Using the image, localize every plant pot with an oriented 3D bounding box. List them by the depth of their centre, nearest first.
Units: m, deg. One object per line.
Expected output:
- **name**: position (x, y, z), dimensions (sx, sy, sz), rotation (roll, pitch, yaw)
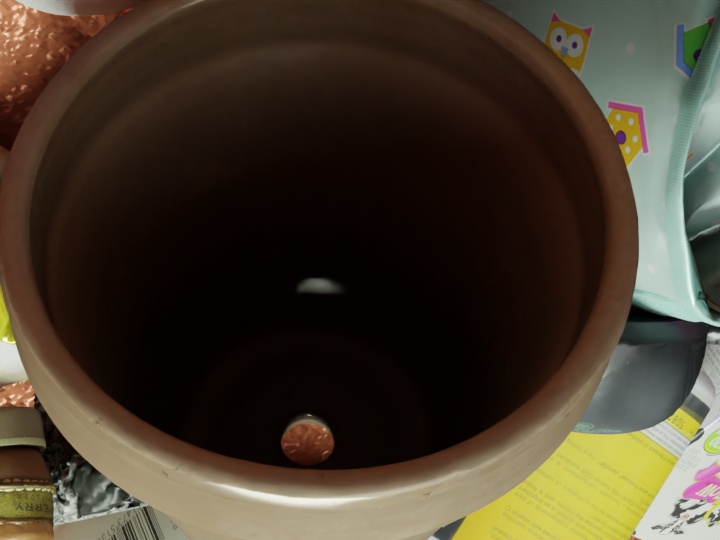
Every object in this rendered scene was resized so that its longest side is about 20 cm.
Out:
- **plant pot**: position (-0.015, 0.022, 0.841), dimensions (0.200, 0.200, 0.175), rotation (-19, 153, -12)

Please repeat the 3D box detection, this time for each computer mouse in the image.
- **computer mouse**: position (0.095, 0.030, 0.967), dimensions (0.138, 0.200, 0.053), rotation (8, 99, 10)

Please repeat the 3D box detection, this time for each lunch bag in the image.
- **lunch bag**: position (0.104, -0.085, 0.923), dimensions (0.122, 0.170, 0.200), rotation (20, 89, -45)

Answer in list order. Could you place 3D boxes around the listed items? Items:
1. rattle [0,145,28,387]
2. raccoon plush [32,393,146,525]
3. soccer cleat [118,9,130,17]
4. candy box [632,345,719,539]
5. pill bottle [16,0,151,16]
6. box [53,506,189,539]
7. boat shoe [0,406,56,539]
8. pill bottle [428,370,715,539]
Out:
- **rattle**: position (-0.195, 0.022, 0.942), dimensions (0.200, 0.143, 0.130), rotation (0, 128, -30)
- **raccoon plush**: position (-0.129, 0.043, 1.090), dimensions (0.200, 0.134, 0.097), rotation (-17, 174, 42)
- **soccer cleat**: position (-0.060, -0.106, 0.949), dimensions (0.076, 0.067, 0.200), rotation (11, 129, -4)
- **candy box**: position (0.214, 0.061, 1.293), dimensions (0.200, 0.072, 0.168), rotation (-40, 148, 16)
- **pill bottle**: position (-0.114, -0.181, 0.773), dimensions (0.120, 0.120, 0.200), rotation (-31, 143, 4)
- **box**: position (-0.049, 0.154, 1.244), dimensions (0.095, 0.078, 0.200), rotation (-45, 140, 21)
- **boat shoe**: position (-0.213, 0.115, 1.050), dimensions (0.200, 0.068, 0.072), rotation (-21, 164, 35)
- **pill bottle**: position (0.074, 0.109, 1.188), dimensions (0.200, 0.112, 0.112), rotation (-57, 140, -2)
